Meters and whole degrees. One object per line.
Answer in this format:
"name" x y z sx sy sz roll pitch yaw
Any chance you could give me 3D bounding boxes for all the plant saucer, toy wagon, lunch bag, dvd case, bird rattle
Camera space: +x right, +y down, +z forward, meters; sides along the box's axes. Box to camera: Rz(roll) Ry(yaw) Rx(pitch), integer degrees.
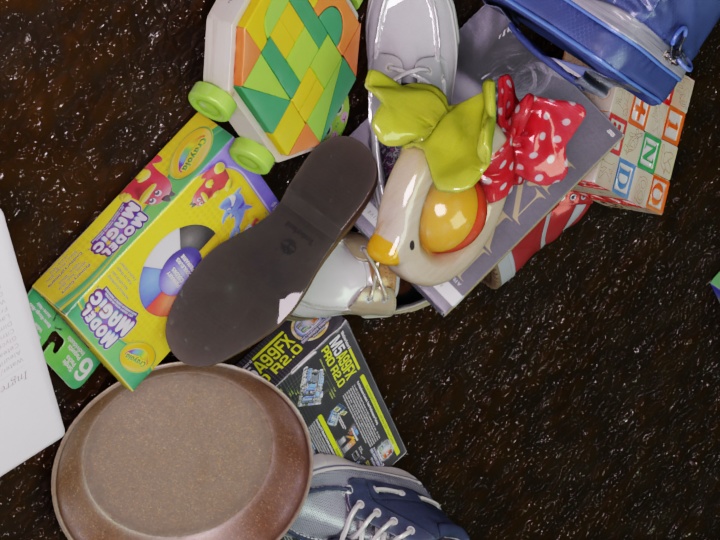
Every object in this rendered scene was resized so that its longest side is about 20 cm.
"plant saucer" -0.136 0.147 1.714 0.199 0.037 0.202 -6 120 -11
"toy wagon" -0.045 -0.143 1.583 0.156 0.039 0.200 -62 147 -19
"lunch bag" 0.173 -0.207 1.673 0.133 0.200 0.136 -55 149 8
"dvd case" 0.081 -0.087 1.729 0.200 0.149 0.016 -44 176 -10
"bird rattle" 0.066 -0.069 1.617 0.200 0.112 0.164 10 106 -65

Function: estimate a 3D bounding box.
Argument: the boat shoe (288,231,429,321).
"boat shoe" 0.000 0.000 1.747 0.199 0.068 0.075 -6 92 -52

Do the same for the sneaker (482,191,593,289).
"sneaker" 0.128 -0.079 1.839 0.112 0.071 0.201 -36 149 -15

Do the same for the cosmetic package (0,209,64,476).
"cosmetic package" -0.305 0.036 1.379 0.164 0.165 0.201 -33 139 -24

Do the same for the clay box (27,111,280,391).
"clay box" -0.148 -0.002 1.617 0.200 0.047 0.115 -48 144 -10

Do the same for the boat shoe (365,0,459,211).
"boat shoe" 0.033 -0.126 1.654 0.071 0.069 0.202 6 105 -2

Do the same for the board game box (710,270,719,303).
"board game box" 0.434 0.084 2.203 0.029 0.200 0.135 -46 143 -6

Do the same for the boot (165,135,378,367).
"boot" -0.057 -0.007 1.626 0.200 0.074 0.075 -47 171 0

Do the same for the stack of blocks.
"stack of blocks" 0.215 -0.157 1.823 0.115 0.058 0.202 18 84 -52

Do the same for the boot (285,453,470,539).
"boot" 0.006 0.203 1.849 0.199 0.090 0.073 4 117 -50

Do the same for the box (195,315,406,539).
"box" -0.055 0.137 1.842 0.160 0.044 0.200 -43 143 -14
